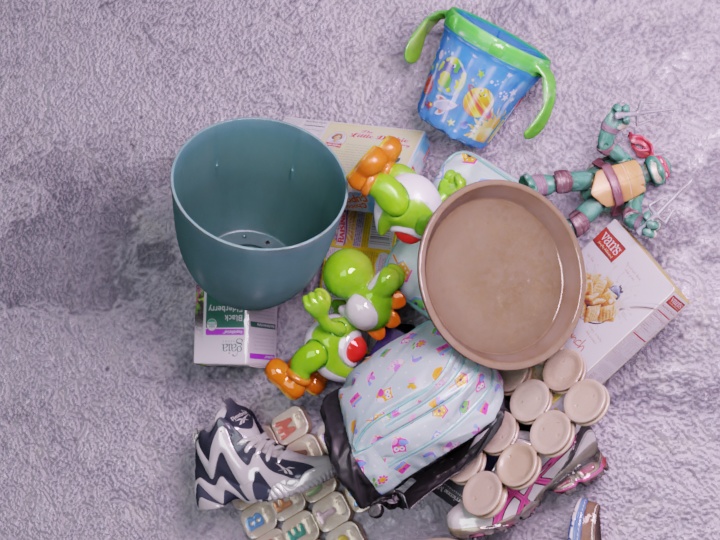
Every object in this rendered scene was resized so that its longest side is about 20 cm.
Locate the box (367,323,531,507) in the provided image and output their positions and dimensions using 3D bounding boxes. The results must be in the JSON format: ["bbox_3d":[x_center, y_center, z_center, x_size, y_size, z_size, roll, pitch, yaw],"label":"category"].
[{"bbox_3d":[0.089,0.172,1.488,0.199,0.079,0.142,32,100,23],"label":"box"}]

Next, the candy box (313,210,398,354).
[{"bbox_3d":[0.000,0.000,1.566,0.102,0.026,0.202,8,88,33],"label":"candy box"}]

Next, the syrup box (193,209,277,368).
[{"bbox_3d":[-0.157,0.023,1.606,0.078,0.081,0.202,-1,83,24],"label":"syrup box"}]

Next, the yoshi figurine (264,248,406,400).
[{"bbox_3d":[-0.034,0.052,1.490,0.200,0.112,0.113,-49,30,19],"label":"yoshi figurine"}]

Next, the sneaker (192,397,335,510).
[{"bbox_3d":[-0.128,0.216,1.558,0.198,0.079,0.131,-15,87,32],"label":"sneaker"}]

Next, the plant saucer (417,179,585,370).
[{"bbox_3d":[0.146,0.005,1.327,0.029,0.199,0.202,157,115,-66],"label":"plant saucer"}]

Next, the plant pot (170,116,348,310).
[{"bbox_3d":[-0.124,-0.050,1.465,0.200,0.200,0.161,42,145,21],"label":"plant pot"}]

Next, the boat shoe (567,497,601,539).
[{"bbox_3d":[0.269,0.352,1.400,0.072,0.072,0.202,-2,94,18],"label":"boat shoe"}]

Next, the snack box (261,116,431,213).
[{"bbox_3d":[-0.025,-0.130,1.557,0.199,0.037,0.117,9,53,24],"label":"snack box"}]

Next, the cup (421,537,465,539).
[{"bbox_3d":[0.109,0.385,1.412,0.199,0.143,0.202,2,95,24],"label":"cup"}]

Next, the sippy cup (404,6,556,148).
[{"bbox_3d":[0.135,-0.220,1.485,0.131,0.139,0.178,-63,28,18],"label":"sippy cup"}]

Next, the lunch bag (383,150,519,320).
[{"bbox_3d":[0.132,-0.023,1.488,0.160,0.077,0.201,33,98,21],"label":"lunch bag"}]

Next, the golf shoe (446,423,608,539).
[{"bbox_3d":[0.175,0.227,1.407,0.199,0.073,0.093,-27,93,-16],"label":"golf shoe"}]

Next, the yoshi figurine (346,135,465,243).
[{"bbox_3d":[0.089,-0.070,1.401,0.200,0.112,0.112,44,76,2],"label":"yoshi figurine"}]

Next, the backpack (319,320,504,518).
[{"bbox_3d":[0.057,0.149,1.370,0.199,0.127,0.167,-32,36,11],"label":"backpack"}]

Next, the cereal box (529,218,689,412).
[{"bbox_3d":[0.253,0.055,1.412,0.200,0.039,0.144,-46,37,13],"label":"cereal box"}]

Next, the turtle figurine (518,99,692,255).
[{"bbox_3d":[0.284,-0.095,1.407,0.199,0.101,0.151,-23,77,-6],"label":"turtle figurine"}]

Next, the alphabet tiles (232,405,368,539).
[{"bbox_3d":[-0.071,0.277,1.580,0.195,0.015,0.201,-32,73,18],"label":"alphabet tiles"}]

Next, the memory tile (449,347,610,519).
[{"bbox_3d":[0.169,0.161,1.374,0.200,0.017,0.154,-43,42,10],"label":"memory tile"}]
